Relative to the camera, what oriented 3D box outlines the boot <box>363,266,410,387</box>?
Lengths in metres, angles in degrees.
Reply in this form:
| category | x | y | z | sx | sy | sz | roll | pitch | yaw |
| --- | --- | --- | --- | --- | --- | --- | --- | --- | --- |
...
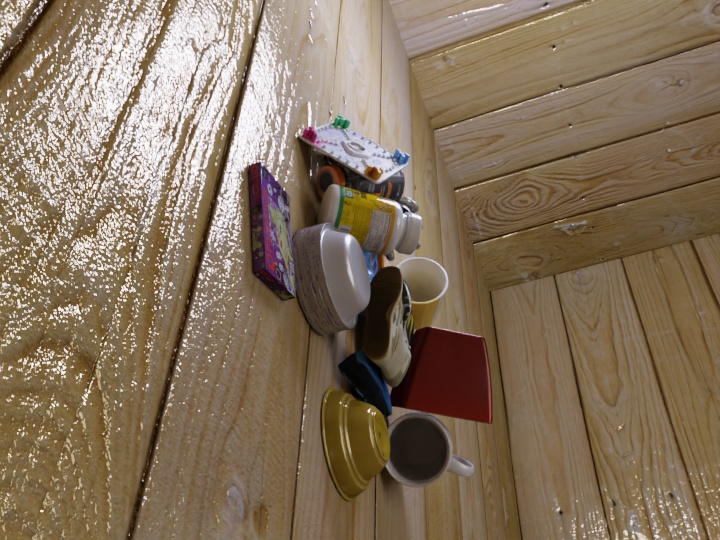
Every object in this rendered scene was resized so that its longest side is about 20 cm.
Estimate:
| category | x | y | z | sx | sy | sz | roll | pitch | yaw |
| --- | --- | --- | --- | --- | --- | --- | --- | --- | --- |
| boot | 0.060 | 0.111 | 1.602 | 0.155 | 0.070 | 0.204 | 60 | 34 | -54 |

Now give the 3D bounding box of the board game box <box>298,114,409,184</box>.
| category | x | y | z | sx | sy | sz | roll | pitch | yaw |
| --- | --- | --- | --- | --- | --- | --- | --- | --- | --- |
| board game box | -0.007 | -0.264 | 1.731 | 0.026 | 0.198 | 0.200 | -64 | 169 | 27 |

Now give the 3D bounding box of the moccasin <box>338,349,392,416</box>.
| category | x | y | z | sx | sy | sz | roll | pitch | yaw |
| --- | --- | --- | --- | --- | --- | --- | --- | --- | --- |
| moccasin | 0.010 | 0.224 | 1.605 | 0.081 | 0.067 | 0.202 | -100 | 168 | -48 |

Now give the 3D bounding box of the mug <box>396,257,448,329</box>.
| category | x | y | z | sx | sy | sz | roll | pitch | yaw |
| --- | --- | --- | --- | --- | --- | --- | --- | --- | --- |
| mug | 0.133 | 0.080 | 2.099 | 0.150 | 0.184 | 0.155 | 52 | -23 | 33 |

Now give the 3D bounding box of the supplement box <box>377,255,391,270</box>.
| category | x | y | z | sx | sy | sz | roll | pitch | yaw |
| --- | --- | --- | --- | --- | --- | --- | --- | --- | --- |
| supplement box | 0.056 | 0.065 | 1.905 | 0.201 | 0.072 | 0.129 | 54 | 27 | -56 |

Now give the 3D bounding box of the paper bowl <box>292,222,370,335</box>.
| category | x | y | z | sx | sy | sz | roll | pitch | yaw |
| --- | --- | --- | --- | --- | --- | --- | --- | --- | --- |
| paper bowl | -0.047 | 0.012 | 1.513 | 0.200 | 0.102 | 0.206 | -14 | 90 | -76 |

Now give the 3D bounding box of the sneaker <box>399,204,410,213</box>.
| category | x | y | z | sx | sy | sz | roll | pitch | yaw |
| --- | --- | --- | --- | --- | --- | --- | --- | --- | --- |
| sneaker | 0.059 | -0.092 | 1.838 | 0.082 | 0.199 | 0.073 | -1 | 70 | -41 |

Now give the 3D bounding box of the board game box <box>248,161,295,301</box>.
| category | x | y | z | sx | sy | sz | roll | pitch | yaw |
| --- | --- | --- | --- | --- | --- | --- | --- | --- | --- |
| board game box | -0.147 | -0.065 | 1.355 | 0.120 | 0.032 | 0.204 | 43 | 36 | -57 |

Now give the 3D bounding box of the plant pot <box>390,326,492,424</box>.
| category | x | y | z | sx | sy | sz | roll | pitch | yaw |
| --- | --- | --- | --- | --- | --- | --- | --- | --- | --- |
| plant pot | 0.180 | 0.224 | 1.764 | 0.200 | 0.195 | 0.181 | 133 | -33 | -79 |

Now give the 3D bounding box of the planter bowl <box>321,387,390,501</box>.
| category | x | y | z | sx | sy | sz | roll | pitch | yaw |
| --- | --- | --- | --- | --- | --- | --- | --- | --- | --- |
| planter bowl | 0.003 | 0.305 | 1.465 | 0.200 | 0.082 | 0.205 | -14 | 90 | -75 |

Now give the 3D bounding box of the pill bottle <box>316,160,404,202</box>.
| category | x | y | z | sx | sy | sz | roll | pitch | yaw |
| --- | --- | --- | --- | --- | --- | --- | --- | --- | --- |
| pill bottle | -0.003 | -0.189 | 1.753 | 0.197 | 0.105 | 0.109 | -6 | 81 | -45 |

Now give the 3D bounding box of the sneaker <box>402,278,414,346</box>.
| category | x | y | z | sx | sy | sz | roll | pitch | yaw |
| --- | --- | --- | --- | --- | --- | --- | --- | --- | --- |
| sneaker | 0.077 | 0.102 | 1.732 | 0.085 | 0.073 | 0.205 | -59 | 152 | -63 |

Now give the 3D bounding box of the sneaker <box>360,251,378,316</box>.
| category | x | y | z | sx | sy | sz | roll | pitch | yaw |
| --- | --- | --- | --- | --- | --- | --- | --- | --- | --- |
| sneaker | 0.000 | 0.000 | 1.774 | 0.078 | 0.065 | 0.205 | 29 | 49 | -65 |

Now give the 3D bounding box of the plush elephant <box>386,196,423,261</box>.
| category | x | y | z | sx | sy | sz | roll | pitch | yaw |
| --- | --- | --- | --- | --- | --- | --- | --- | --- | --- |
| plush elephant | 0.087 | -0.094 | 2.005 | 0.165 | 0.151 | 0.204 | 48 | 32 | -61 |

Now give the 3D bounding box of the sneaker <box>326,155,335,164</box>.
| category | x | y | z | sx | sy | sz | roll | pitch | yaw |
| --- | --- | --- | --- | --- | --- | --- | --- | --- | --- |
| sneaker | -0.021 | -0.208 | 1.866 | 0.200 | 0.082 | 0.123 | 49 | 21 | -63 |

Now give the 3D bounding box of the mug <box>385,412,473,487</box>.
| category | x | y | z | sx | sy | sz | roll | pitch | yaw |
| --- | --- | --- | --- | --- | --- | --- | --- | --- | --- |
| mug | 0.150 | 0.390 | 1.737 | 0.175 | 0.196 | 0.150 | 41 | 71 | -77 |

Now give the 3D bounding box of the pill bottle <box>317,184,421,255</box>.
| category | x | y | z | sx | sy | sz | roll | pitch | yaw |
| --- | --- | --- | --- | --- | --- | --- | --- | --- | --- |
| pill bottle | 0.019 | -0.095 | 1.633 | 0.113 | 0.196 | 0.115 | -167 | -90 | -76 |
